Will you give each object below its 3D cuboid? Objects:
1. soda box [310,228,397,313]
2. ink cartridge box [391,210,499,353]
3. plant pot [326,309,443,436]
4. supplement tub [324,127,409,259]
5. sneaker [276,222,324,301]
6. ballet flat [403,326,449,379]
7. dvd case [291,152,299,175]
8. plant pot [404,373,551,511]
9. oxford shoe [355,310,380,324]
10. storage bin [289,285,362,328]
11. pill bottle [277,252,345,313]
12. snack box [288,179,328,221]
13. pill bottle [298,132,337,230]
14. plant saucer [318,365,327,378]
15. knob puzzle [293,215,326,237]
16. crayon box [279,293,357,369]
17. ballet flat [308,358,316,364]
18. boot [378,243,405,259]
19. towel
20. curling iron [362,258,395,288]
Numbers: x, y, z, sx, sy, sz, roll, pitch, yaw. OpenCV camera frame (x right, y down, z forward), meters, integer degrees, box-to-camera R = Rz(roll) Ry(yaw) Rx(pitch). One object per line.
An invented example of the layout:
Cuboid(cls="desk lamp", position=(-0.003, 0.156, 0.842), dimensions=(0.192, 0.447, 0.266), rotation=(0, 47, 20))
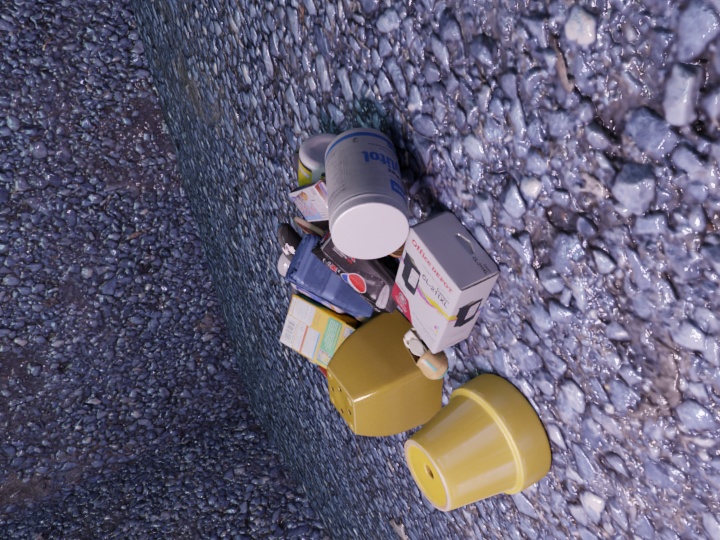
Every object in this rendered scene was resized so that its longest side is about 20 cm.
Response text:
Cuboid(cls="soda box", position=(0.000, 0.000, 1.209), dimensions=(0.200, 0.071, 0.063), rotation=(42, 162, -18))
Cuboid(cls="ink cartridge box", position=(0.135, 0.023, 1.017), dimensions=(0.146, 0.083, 0.200), rotation=(55, 155, 28))
Cuboid(cls="plant pot", position=(0.040, 0.236, 1.284), dimensions=(0.194, 0.200, 0.196), rotation=(46, 150, 42))
Cuboid(cls="supplement tub", position=(0.008, -0.133, 1.012), dimensions=(0.132, 0.131, 0.200), rotation=(95, 171, -48))
Cuboid(cls="sneaker", position=(-0.102, -0.031, 1.293), dimensions=(0.200, 0.082, 0.073), rotation=(52, -160, -19))
Cuboid(cls="ballet flat", position=(0.115, 0.138, 1.138), dimensions=(0.063, 0.069, 0.200), rotation=(38, -175, -16))
Cuboid(cls="dvd case", position=(-0.104, -0.209, 1.435), dimensions=(0.200, 0.016, 0.149), rotation=(20, 128, 61))
Cuboid(cls="plant pot", position=(0.187, 0.306, 1.029), dimensions=(0.201, 0.188, 0.201), rotation=(47, 150, 40))
Cuboid(cls="oxford shoe", position=(0.013, 0.095, 1.376), dimensions=(0.071, 0.074, 0.201), rotation=(40, 146, 44))
Cuboid(cls="storage bin", position=(-0.085, 0.091, 1.518), dimensions=(0.200, 0.134, 0.146), rotation=(60, 157, 16))
Cuboid(cls="pill bottle", position=(-0.096, 0.012, 1.423), dimensions=(0.200, 0.112, 0.112), rotation=(27, 139, 29))
Cuboid(cls="snack box", position=(-0.089, -0.130, 1.151), dimensions=(0.072, 0.024, 0.200), rotation=(54, 166, -14))
Cuboid(cls="pill bottle", position=(-0.076, -0.181, 1.268), dimensions=(0.112, 0.112, 0.200), rotation=(55, 154, 28))
Cuboid(cls="plant saucer", position=(0.020, 0.294, 1.463), dimensions=(0.037, 0.199, 0.200), rotation=(-59, 41, 10))
Cuboid(cls="knob puzzle", position=(-0.074, -0.057, 1.334), dimensions=(0.219, 0.031, 0.220), rotation=(31, 176, 3))
Cuboid(cls="crayon box", position=(-0.089, 0.150, 1.408), dimensions=(0.200, 0.052, 0.126), rotation=(26, 106, 32))
Cuboid(cls="ballet flat", position=(-0.048, 0.186, 1.447), dimensions=(0.199, 0.067, 0.063), rotation=(-9, 113, 32))
Cuboid(cls="boot", position=(0.034, -0.064, 1.204), dimensions=(0.200, 0.074, 0.155), rotation=(51, 161, 30))
Cuboid(cls="towel", position=(-0.050, 0.013, 1.246), dimensions=(0.200, 0.112, 0.049), rotation=(29, 166, -22))
Cuboid(cls="curling iron", position=(0.011, -0.034, 1.156), dimensions=(0.200, 0.026, 0.050), rotation=(53, 169, -24))
